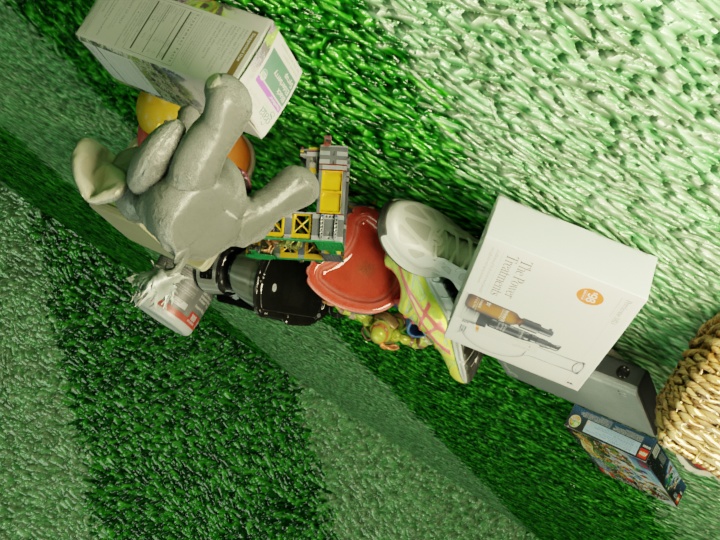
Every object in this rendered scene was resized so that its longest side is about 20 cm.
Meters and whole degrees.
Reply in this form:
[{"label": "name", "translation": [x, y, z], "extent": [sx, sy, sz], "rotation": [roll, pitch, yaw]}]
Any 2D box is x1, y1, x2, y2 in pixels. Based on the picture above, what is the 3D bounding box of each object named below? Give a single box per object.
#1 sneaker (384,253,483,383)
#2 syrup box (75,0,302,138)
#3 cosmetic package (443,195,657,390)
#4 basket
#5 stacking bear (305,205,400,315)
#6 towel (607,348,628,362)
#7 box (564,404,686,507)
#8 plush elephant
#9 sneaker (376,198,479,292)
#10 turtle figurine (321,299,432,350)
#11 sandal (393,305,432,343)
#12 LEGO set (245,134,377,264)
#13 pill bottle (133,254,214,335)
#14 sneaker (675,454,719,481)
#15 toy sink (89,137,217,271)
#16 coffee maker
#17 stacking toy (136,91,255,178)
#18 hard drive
[{"label": "sneaker", "translation": [0.086, 0.043, 1.141], "extent": [0.089, 0.078, 0.203], "rotation": [-4, 119, 32]}, {"label": "syrup box", "translation": [-0.160, -0.204, 0.924], "extent": [0.198, 0.082, 0.079], "rotation": [23, 166, 26]}, {"label": "cosmetic package", "translation": [0.170, 0.028, 0.929], "extent": [0.148, 0.052, 0.201], "rotation": [19, 150, 4]}, {"label": "basket", "translation": [0.387, 0.121, 0.893], "extent": [0.198, 0.151, 0.143], "rotation": [29, -160, 10]}, {"label": "stacking bear", "translation": [0.000, 0.000, 1.257], "extent": [0.113, 0.122, 0.200], "rotation": [39, 176, -2]}, {"label": "towel", "translation": [0.229, 0.087, 1.192], "extent": [0.132, 0.035, 0.199], "rotation": [36, 165, -20]}, {"label": "box", "translation": [0.399, 0.279, 1.482], "extent": [0.135, 0.038, 0.200], "rotation": [21, 163, 39]}, {"label": "plush elephant", "translation": [-0.162, -0.080, 0.883], "extent": [0.155, 0.201, 0.164], "rotation": [41, -178, 41]}, {"label": "sneaker", "translation": [0.117, -0.020, 1.015], "extent": [0.199, 0.077, 0.115], "rotation": [30, 160, -28]}, {"label": "turtle figurine", "translation": [0.043, 0.078, 1.397], "extent": [0.197, 0.065, 0.161], "rotation": [20, -166, 5]}, {"label": "sandal", "translation": [0.081, 0.046, 1.270], "extent": [0.079, 0.088, 0.199], "rotation": [34, 169, -19]}, {"label": "LEGO set", "translation": [-0.070, -0.079, 1.064], "extent": [0.151, 0.118, 0.200], "rotation": [2, 172, 11]}, {"label": "pill bottle", "translation": [-0.283, -0.003, 1.664], "extent": [0.115, 0.202, 0.116], "rotation": [30, 167, 8]}, {"label": "sneaker", "translation": [0.430, 0.205, 1.110], "extent": [0.198, 0.078, 0.084], "rotation": [31, 157, -25]}, {"label": "toy sink", "translation": [-0.288, -0.103, 1.477], "extent": [0.198, 0.131, 0.112], "rotation": [22, 164, 39]}, {"label": "coffee maker", "translation": [-0.144, 0.021, 1.581], "extent": [0.192, 0.136, 0.199], "rotation": [40, 165, -36]}, {"label": "stacking toy", "translation": [-0.209, -0.172, 1.111], "extent": [0.145, 0.147, 0.202], "rotation": [24, 149, 29]}, {"label": "hard drive", "translation": [0.241, 0.116, 1.131], "extent": [0.198, 0.033, 0.140], "rotation": [22, 163, 34]}]
